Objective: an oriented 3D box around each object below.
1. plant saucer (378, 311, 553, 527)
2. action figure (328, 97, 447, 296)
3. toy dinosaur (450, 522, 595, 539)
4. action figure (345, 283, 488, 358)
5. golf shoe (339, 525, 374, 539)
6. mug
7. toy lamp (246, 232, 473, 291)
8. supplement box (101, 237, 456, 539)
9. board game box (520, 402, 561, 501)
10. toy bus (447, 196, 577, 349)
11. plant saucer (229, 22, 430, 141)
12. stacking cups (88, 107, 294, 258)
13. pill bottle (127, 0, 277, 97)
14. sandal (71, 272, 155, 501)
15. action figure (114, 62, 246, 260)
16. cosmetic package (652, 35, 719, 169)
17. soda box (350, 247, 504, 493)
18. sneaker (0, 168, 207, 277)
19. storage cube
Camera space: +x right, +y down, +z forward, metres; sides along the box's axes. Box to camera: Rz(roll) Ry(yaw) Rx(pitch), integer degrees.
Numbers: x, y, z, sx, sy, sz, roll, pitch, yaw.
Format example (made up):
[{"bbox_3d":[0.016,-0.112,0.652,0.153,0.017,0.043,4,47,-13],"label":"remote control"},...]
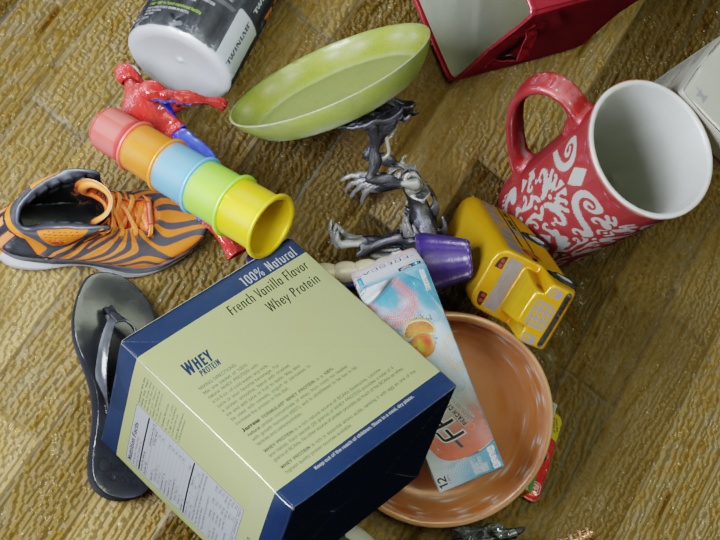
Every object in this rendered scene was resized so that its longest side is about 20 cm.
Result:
[{"bbox_3d":[0.073,0.132,1.638,0.200,0.037,0.201,-1,103,-6],"label":"plant saucer"},{"bbox_3d":[0.023,-0.065,1.684,0.119,0.102,0.200,-79,158,-60],"label":"action figure"},{"bbox_3d":[0.113,0.282,1.591,0.200,0.136,0.102,-8,92,15],"label":"toy dinosaur"},{"bbox_3d":[0.018,0.039,1.665,0.200,0.052,0.066,9,69,-2],"label":"action figure"},{"bbox_3d":[-0.058,0.194,1.581,0.200,0.077,0.088,33,57,-12],"label":"golf shoe"},{"bbox_3d":[0.216,-0.102,1.734,0.133,0.200,0.178,-20,82,-28],"label":"mug"},{"bbox_3d":[0.000,0.000,1.619,0.200,0.058,0.058,-7,75,1],"label":"toy lamp"},{"bbox_3d":[-0.070,0.117,1.497,0.200,0.134,0.200,41,50,20],"label":"supplement box"},{"bbox_3d":[0.100,0.134,1.703,0.200,0.030,0.096,29,63,-17],"label":"board game box"},{"bbox_3d":[0.134,0.000,1.666,0.078,0.200,0.065,27,104,-16],"label":"toy bus"},{"bbox_3d":[-0.023,-0.167,1.657,0.200,0.200,0.031,-38,115,-30],"label":"plant saucer"},{"bbox_3d":[-0.150,-0.082,1.540,0.200,0.061,0.061,31,57,24],"label":"stacking cups"},{"bbox_3d":[-0.127,-0.265,1.680,0.106,0.106,0.200,32,63,-13],"label":"pill bottle"},{"bbox_3d":[-0.202,0.095,1.562,0.076,0.043,0.201,-2,74,-26],"label":"sandal"},{"bbox_3d":[-0.140,-0.113,1.620,0.200,0.065,0.099,51,41,7],"label":"action figure"},{"bbox_3d":[0.309,-0.138,1.789,0.087,0.200,0.103,45,60,-6],"label":"cosmetic package"},{"bbox_3d":[0.058,0.087,1.571,0.063,0.068,0.200,-23,105,-1],"label":"soda box"},{"bbox_3d":[-0.211,-0.042,1.563,0.200,0.112,0.078,-8,77,-28],"label":"sneaker"},{"bbox_3d":[0.163,-0.311,1.795,0.180,0.171,0.200,-19,81,-30],"label":"storage cube"}]
